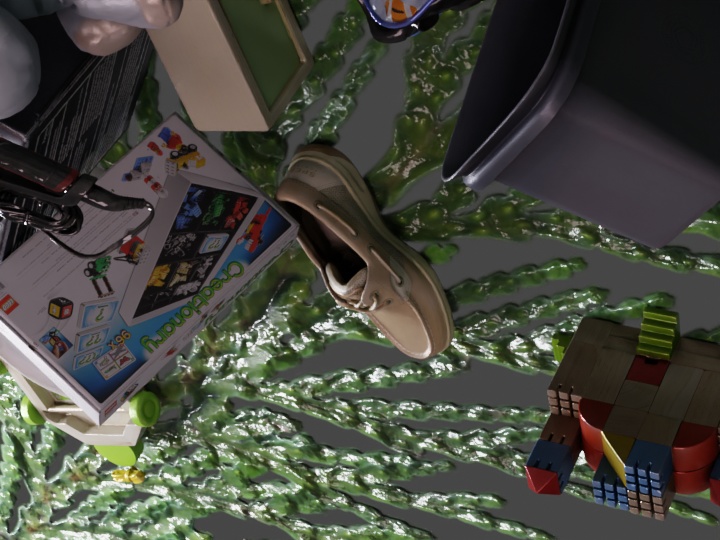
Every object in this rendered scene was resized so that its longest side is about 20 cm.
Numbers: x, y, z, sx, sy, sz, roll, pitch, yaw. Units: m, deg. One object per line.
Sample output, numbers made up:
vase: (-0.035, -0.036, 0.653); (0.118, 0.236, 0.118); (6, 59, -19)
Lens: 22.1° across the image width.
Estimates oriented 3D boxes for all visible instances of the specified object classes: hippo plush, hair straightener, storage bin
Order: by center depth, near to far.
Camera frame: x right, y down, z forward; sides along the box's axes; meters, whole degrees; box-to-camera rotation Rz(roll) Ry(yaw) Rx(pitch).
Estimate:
storage bin: (0.144, -0.110, 1.049); (0.134, 0.200, 0.146); (28, 144, -11)
hippo plush: (-0.221, -0.185, 1.108); (0.200, 0.161, 0.159); (43, 148, 3)
hair straightener: (-0.221, -0.057, 1.158); (0.200, 0.041, 0.077); (18, 140, 11)

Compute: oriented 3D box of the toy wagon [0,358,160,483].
toy wagon: (-0.254, 0.117, 1.698); (0.155, 0.040, 0.200); (-2, 132, 37)

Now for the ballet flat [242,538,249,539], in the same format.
ballet flat: (-0.130, 0.332, 1.835); (0.062, 0.068, 0.200); (25, 144, -8)

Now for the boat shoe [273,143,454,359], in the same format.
boat shoe: (0.000, 0.000, 1.366); (0.072, 0.065, 0.200); (-7, 129, 39)

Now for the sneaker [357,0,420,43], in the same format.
sneaker: (-0.003, -0.223, 1.102); (0.071, 0.083, 0.200); (-3, 130, 37)

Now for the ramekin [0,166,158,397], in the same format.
ramekin: (-0.231, 0.017, 1.513); (0.200, 0.105, 0.200); (19, 141, 16)

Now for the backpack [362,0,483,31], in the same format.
backpack: (0.031, -0.244, 0.975); (0.200, 0.154, 0.191); (-32, 79, 36)

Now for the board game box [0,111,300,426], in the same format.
board game box: (-0.156, -0.004, 1.287); (0.126, 0.200, 0.035); (43, 158, 9)

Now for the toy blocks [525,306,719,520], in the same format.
toy blocks: (0.206, 0.111, 1.291); (0.200, 0.137, 0.100); (11, 138, 24)

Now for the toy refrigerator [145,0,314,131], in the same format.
toy refrigerator: (-0.103, -0.192, 1.213); (0.070, 0.076, 0.200); (3, 134, 33)

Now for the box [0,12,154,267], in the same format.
box: (-0.242, -0.125, 1.284); (0.123, 0.199, 0.200); (30, 142, 2)
